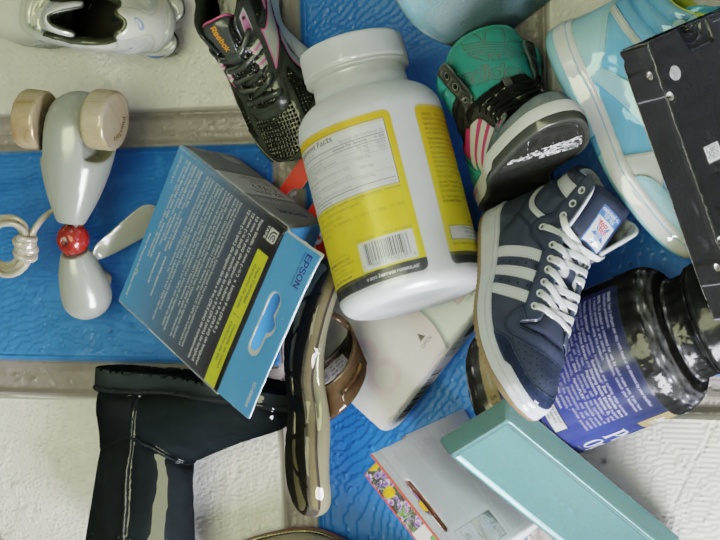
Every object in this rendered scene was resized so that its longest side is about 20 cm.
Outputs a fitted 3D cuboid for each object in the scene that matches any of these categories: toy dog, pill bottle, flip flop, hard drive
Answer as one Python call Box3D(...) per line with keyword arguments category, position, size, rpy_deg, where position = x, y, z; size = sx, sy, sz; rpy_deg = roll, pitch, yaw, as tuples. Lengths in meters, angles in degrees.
Box3D(category="toy dog", position=(-0.227, -0.072, 1.644), size=(0.131, 0.096, 0.201), rpy_deg=(27, 120, 16))
Box3D(category="pill bottle", position=(0.186, 0.065, 1.452), size=(0.199, 0.112, 0.113), rpy_deg=(-24, 86, 24))
Box3D(category="flip flop", position=(-0.024, 0.090, 1.525), size=(0.057, 0.081, 0.202), rpy_deg=(-1, 94, -15))
Box3D(category="pill bottle", position=(0.017, -0.072, 1.471), size=(0.111, 0.112, 0.202), rpy_deg=(-18, 79, 24))
Box3D(category="hard drive", position=(0.270, -0.082, 1.379), size=(0.038, 0.139, 0.201), rpy_deg=(-12, 101, 58))

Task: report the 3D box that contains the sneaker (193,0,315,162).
Box3D(category="sneaker", position=(-0.093, -0.176, 1.562), size=(0.080, 0.086, 0.201), rpy_deg=(-26, 85, 26))

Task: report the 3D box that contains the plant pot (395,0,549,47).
Box3D(category="plant pot", position=(0.071, -0.289, 1.420), size=(0.195, 0.200, 0.197), rpy_deg=(-35, 82, 21))

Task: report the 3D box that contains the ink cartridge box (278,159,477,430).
Box3D(category="ink cartridge box", position=(0.000, 0.000, 1.562), size=(0.200, 0.057, 0.163), rpy_deg=(40, 109, 10))

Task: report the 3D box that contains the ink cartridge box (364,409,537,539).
Box3D(category="ink cartridge box", position=(0.062, 0.173, 1.467), size=(0.050, 0.200, 0.109), rpy_deg=(-43, 78, 20))

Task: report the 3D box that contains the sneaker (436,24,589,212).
Box3D(category="sneaker", position=(0.110, -0.126, 1.439), size=(0.083, 0.200, 0.122), rpy_deg=(-14, 79, -11))

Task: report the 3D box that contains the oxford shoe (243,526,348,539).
Box3D(category="oxford shoe", position=(-0.034, 0.248, 1.584), size=(0.198, 0.074, 0.071), rpy_deg=(-2, 94, 23))

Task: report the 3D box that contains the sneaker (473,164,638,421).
Box3D(category="sneaker", position=(0.141, 0.007, 1.394), size=(0.108, 0.201, 0.070), rpy_deg=(-29, 128, 26))

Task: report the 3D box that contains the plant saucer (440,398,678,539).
Box3D(category="plant saucer", position=(0.149, 0.168, 1.460), size=(0.070, 0.019, 0.200), rpy_deg=(-34, 122, 29))

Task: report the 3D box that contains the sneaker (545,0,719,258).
Box3D(category="sneaker", position=(0.231, -0.119, 1.433), size=(0.130, 0.079, 0.201), rpy_deg=(-32, 83, 24))

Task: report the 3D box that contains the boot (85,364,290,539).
Box3D(category="boot", position=(-0.138, 0.168, 1.620), size=(0.199, 0.076, 0.170), rpy_deg=(3, 95, 27))

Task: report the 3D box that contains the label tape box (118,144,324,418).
Box3D(category="label tape box", position=(-0.095, 0.009, 1.553), size=(0.200, 0.066, 0.144), rpy_deg=(37, 109, 42))

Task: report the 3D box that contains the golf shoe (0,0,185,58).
Box3D(category="golf shoe", position=(-0.246, -0.217, 1.620), size=(0.198, 0.097, 0.079), rpy_deg=(7, 99, 24))
